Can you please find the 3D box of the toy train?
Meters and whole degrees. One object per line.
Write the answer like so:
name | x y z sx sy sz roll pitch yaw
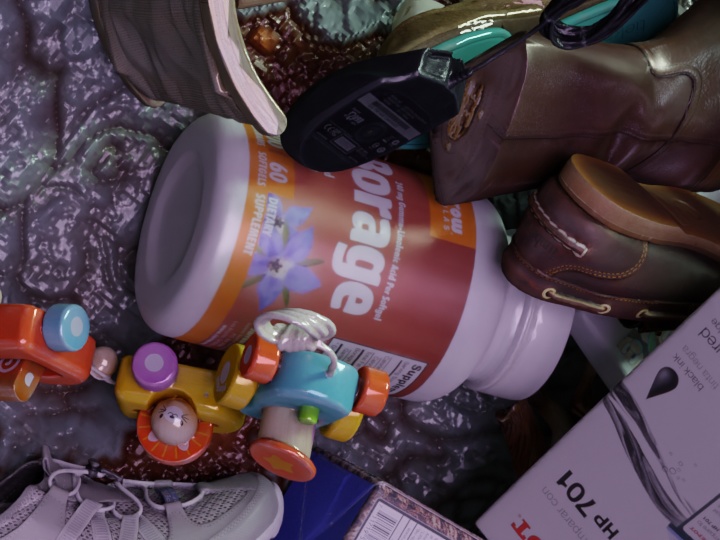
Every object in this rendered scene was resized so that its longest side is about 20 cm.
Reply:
toy train | -0.090 0.056 1.299 0.150 0.200 0.056 38 59 -56

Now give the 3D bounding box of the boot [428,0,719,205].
boot | 0.132 -0.110 1.333 0.200 0.064 0.186 0 123 -39

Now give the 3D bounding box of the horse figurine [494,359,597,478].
horse figurine | 0.154 0.079 1.463 0.200 0.050 0.133 -15 100 -24

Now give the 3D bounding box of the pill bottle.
pill bottle | 0.000 0.000 1.360 0.200 0.112 0.112 15 92 -22

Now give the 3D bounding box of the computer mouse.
computer mouse | 0.049 -0.102 1.259 0.200 0.034 0.059 -26 149 16

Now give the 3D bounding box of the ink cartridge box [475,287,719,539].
ink cartridge box | 0.177 0.108 1.329 0.146 0.086 0.200 50 119 12

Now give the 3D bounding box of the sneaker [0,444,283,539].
sneaker | -0.133 0.123 1.345 0.200 0.075 0.082 -12 103 -18

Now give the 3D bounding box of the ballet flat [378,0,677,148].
ballet flat | 0.064 -0.117 1.379 0.200 0.072 0.068 -25 136 -26

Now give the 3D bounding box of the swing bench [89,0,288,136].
swing bench | -0.023 -0.165 1.281 0.200 0.199 0.130 -30 107 -15

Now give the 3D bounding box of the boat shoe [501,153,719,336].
boat shoe | 0.146 -0.003 1.368 0.200 0.070 0.070 17 115 -43

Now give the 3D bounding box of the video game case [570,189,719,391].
video game case | 0.216 0.047 1.456 0.182 0.024 0.200 -44 105 -32

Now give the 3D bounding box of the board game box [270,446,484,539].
board game box | 0.031 0.210 1.408 0.200 0.097 0.159 32 86 -22
